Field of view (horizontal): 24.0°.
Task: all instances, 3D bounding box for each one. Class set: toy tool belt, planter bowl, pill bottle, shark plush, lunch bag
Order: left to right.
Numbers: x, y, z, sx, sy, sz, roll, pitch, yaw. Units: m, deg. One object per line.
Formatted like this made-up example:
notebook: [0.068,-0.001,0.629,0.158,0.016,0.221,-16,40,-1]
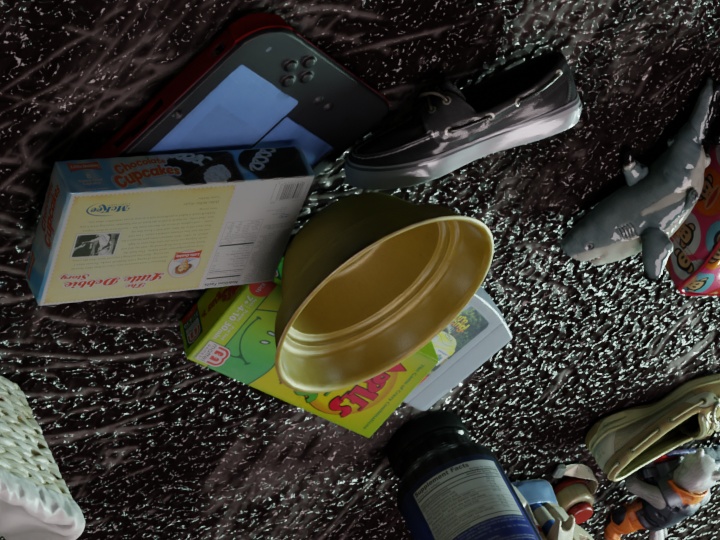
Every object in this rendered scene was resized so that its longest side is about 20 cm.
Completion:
planter bowl: [0.000,0.000,1.326,0.199,0.084,0.201,-27,151,-17]
pill bottle: [0.102,0.240,1.645,0.111,0.201,0.112,-17,141,-14]
toy tool belt: [0.189,0.293,1.827,0.198,0.123,0.125,-3,136,-31]
shark plush: [0.261,-0.077,1.498,0.083,0.091,0.201,25,128,-12]
lunch bag: [0.381,-0.064,1.573,0.175,0.082,0.201,-1,134,-33]

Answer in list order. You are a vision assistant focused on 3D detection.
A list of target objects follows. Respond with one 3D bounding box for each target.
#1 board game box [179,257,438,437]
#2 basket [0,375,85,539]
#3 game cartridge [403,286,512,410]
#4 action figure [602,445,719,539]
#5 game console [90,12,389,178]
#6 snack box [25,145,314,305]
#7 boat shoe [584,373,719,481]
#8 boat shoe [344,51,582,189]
board game box: [-0.042,0.061,1.431,0.199,0.048,0.102,27,116,-32]
basket: [-0.356,0.167,1.295,0.198,0.162,0.200,-38,142,12]
game cartridge: [0.051,0.053,1.534,0.133,0.041,0.199,-44,141,13]
action figure: [0.364,0.263,1.929,0.198,0.105,0.194,-6,147,-24]
game console: [-0.092,-0.094,1.273,0.200,0.031,0.176,-40,141,15]
snack box: [-0.141,-0.034,1.259,0.198,0.037,0.117,-6,139,-31]
boat shoe: [0.344,0.171,1.836,0.199,0.063,0.074,-17,142,-16]
boat shoe: [0.078,-0.122,1.327,0.198,0.070,0.067,-17,118,-4]
